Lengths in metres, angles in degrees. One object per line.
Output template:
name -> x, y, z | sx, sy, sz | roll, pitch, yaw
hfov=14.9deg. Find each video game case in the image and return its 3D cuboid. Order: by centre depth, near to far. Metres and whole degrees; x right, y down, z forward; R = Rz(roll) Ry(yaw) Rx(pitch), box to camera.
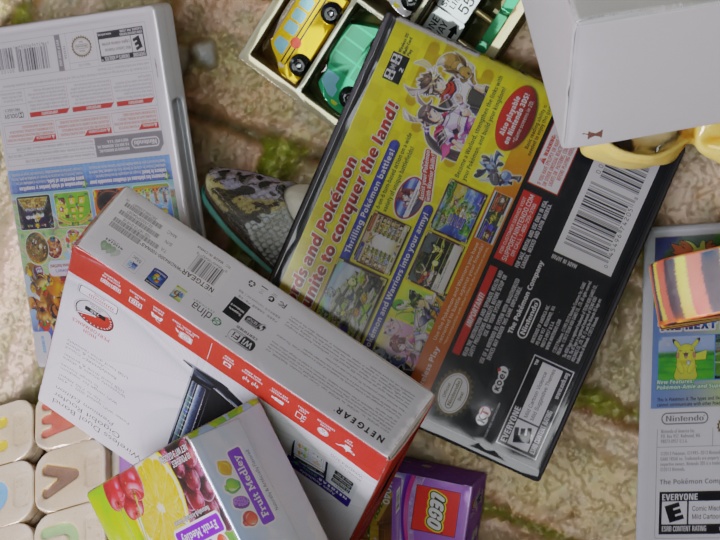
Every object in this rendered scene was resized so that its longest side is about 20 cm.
video game case -> 0.243, 0.061, 1.457 | 0.199, 0.022, 0.184 | -3, 76, 27
video game case -> 0.056, -0.013, 1.498 | 0.180, 0.026, 0.201 | 24, 90, -1
video game case -> -0.148, -0.046, 1.570 | 0.143, 0.018, 0.201 | -3, 98, 41

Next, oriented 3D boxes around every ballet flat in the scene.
ballet flat -> 0.000, 0.000, 1.539 | 0.200, 0.072, 0.072 | 46, 107, -2

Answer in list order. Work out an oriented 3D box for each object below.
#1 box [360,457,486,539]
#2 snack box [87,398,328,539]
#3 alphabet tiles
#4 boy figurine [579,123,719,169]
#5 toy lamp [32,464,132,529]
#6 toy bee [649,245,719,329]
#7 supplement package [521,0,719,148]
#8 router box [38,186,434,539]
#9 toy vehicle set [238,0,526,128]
box -> -0.009, 0.203, 1.588 | 0.136, 0.039, 0.201 | 11, 101, 14
snack box -> -0.057, 0.182, 1.447 | 0.201, 0.053, 0.142 | 63, 149, 3
alphabet tiles -> -0.185, 0.161, 1.575 | 0.195, 0.015, 0.201 | -17, 58, 22
boy figurine -> 0.207, -0.109, 1.451 | 0.199, 0.064, 0.125 | -17, 90, 2
toy lamp -> -0.166, 0.149, 1.615 | 0.199, 0.058, 0.059 | -19, 93, 18
toy bee -> 0.229, -0.011, 1.402 | 0.200, 0.109, 0.131 | -35, 74, 22
supplement package -> 0.137, -0.182, 1.390 | 0.116, 0.117, 0.201 | -10, 62, -5
router box -> -0.071, 0.068, 1.479 | 0.199, 0.049, 0.180 | 33, 149, 7
toy vehicle set -> 0.035, -0.166, 1.526 | 0.124, 0.027, 0.201 | 35, 106, 7
